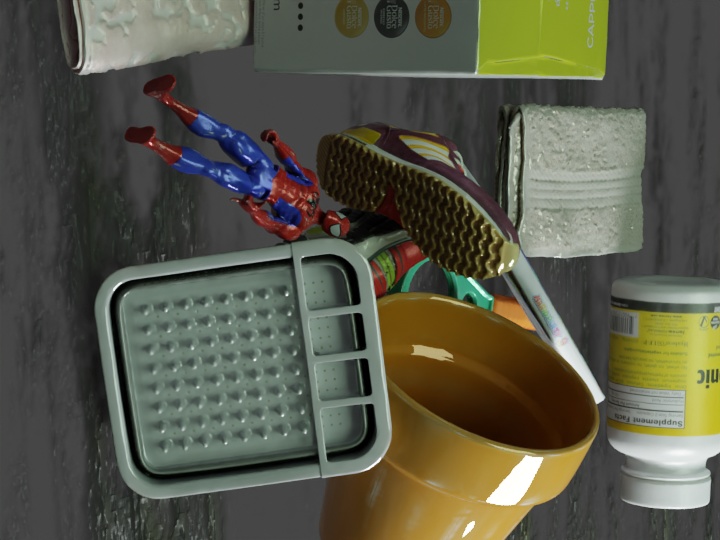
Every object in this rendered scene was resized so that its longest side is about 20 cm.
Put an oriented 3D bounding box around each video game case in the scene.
[{"bbox_3d":[0.127,0.004,1.814,0.018,0.143,0.200,-32,127,1],"label":"video game case"}]

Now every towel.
[{"bbox_3d":[-0.136,-0.246,1.604,0.199,0.032,0.192,-16,106,-44],"label":"towel"},{"bbox_3d":[0.187,-0.079,1.969,0.199,0.034,0.133,-4,99,-47],"label":"towel"}]

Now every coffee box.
[{"bbox_3d":[0.058,-0.243,1.669,0.200,0.197,0.201,-5,98,-56],"label":"coffee box"}]

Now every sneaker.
[{"bbox_3d":[0.061,-0.064,1.716,0.090,0.200,0.075,-22,134,-40],"label":"sneaker"},{"bbox_3d":[0.000,0.000,1.762,0.199,0.077,0.085,-22,122,-36],"label":"sneaker"}]

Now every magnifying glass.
[{"bbox_3d":[0.093,0.029,1.889,0.199,0.022,0.080,10,87,-49],"label":"magnifying glass"}]

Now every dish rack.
[{"bbox_3d":[-0.084,0.068,1.618,0.199,0.044,0.173,-8,101,-3],"label":"dish rack"}]

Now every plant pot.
[{"bbox_3d":[0.056,0.149,1.735,0.200,0.200,0.184,-7,130,-46],"label":"plant pot"}]

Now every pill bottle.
[{"bbox_3d":[0.277,0.108,2.032,0.111,0.111,0.201,-5,99,-46],"label":"pill bottle"}]

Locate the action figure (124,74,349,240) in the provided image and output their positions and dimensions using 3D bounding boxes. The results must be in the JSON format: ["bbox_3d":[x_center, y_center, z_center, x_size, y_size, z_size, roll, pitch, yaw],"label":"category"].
[{"bbox_3d":[-0.080,-0.072,1.658,0.200,0.052,0.066,32,67,-39],"label":"action figure"}]
